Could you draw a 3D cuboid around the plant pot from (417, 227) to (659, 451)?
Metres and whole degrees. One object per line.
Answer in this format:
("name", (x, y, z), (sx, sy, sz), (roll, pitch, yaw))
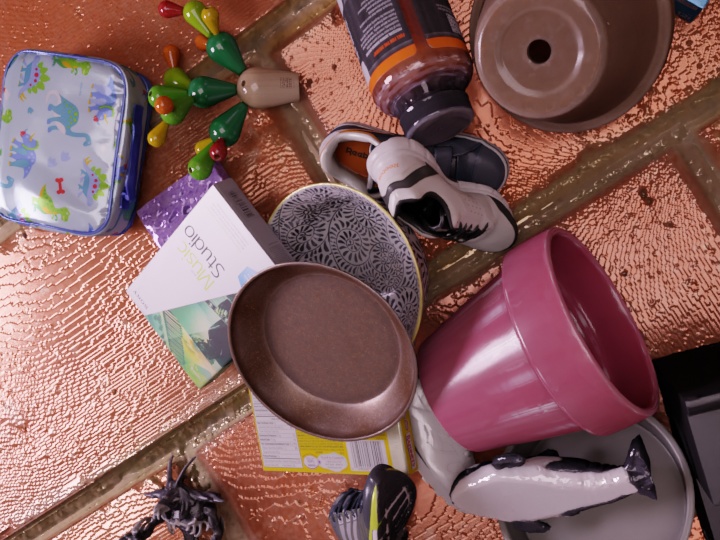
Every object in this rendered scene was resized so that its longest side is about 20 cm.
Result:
("plant pot", (0.163, 0.086, 0.830), (0.179, 0.200, 0.201), (-33, 87, 27))

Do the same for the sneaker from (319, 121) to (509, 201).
("sneaker", (0.052, -0.105, 0.879), (0.199, 0.079, 0.079), (9, 116, 12))

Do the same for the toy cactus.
("toy cactus", (-0.149, -0.202, 0.913), (0.164, 0.102, 0.201), (-4, 73, -4))

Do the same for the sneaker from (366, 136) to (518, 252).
("sneaker", (0.086, -0.053, 0.836), (0.074, 0.199, 0.080), (-41, 44, 30))

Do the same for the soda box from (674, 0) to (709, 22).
("soda box", (0.267, -0.332, 0.835), (0.200, 0.064, 0.068), (35, 100, 6))

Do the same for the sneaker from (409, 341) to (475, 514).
("sneaker", (0.081, 0.168, 0.903), (0.080, 0.076, 0.200), (-38, 87, 5))

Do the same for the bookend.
("bookend", (0.356, 0.181, 0.784), (0.092, 0.200, 0.200), (-17, 90, 12))

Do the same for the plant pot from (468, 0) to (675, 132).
("plant pot", (0.179, -0.212, 0.777), (0.199, 0.175, 0.201), (10, 116, 21))

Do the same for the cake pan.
("cake pan", (0.234, 0.228, 0.850), (0.199, 0.037, 0.201), (-13, 63, 28))

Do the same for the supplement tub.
("supplement tub", (0.047, -0.227, 0.841), (0.107, 0.107, 0.201), (-22, 73, 12))

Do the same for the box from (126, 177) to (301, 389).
("box", (-0.157, 0.019, 0.908), (0.145, 0.036, 0.200), (51, 125, 7))

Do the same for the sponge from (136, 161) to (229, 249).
("sponge", (-0.156, -0.014, 0.957), (0.111, 0.030, 0.200), (-33, 88, 12))

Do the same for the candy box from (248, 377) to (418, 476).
("candy box", (-0.034, 0.167, 0.909), (0.199, 0.026, 0.103), (-7, 92, 35))

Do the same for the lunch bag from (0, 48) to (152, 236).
("lunch bag", (-0.322, -0.140, 0.954), (0.160, 0.082, 0.201), (9, 96, 11))

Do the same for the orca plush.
("orca plush", (0.186, 0.191, 0.830), (0.200, 0.071, 0.105), (-30, 111, 33))

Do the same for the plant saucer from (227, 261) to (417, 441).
("plant saucer", (-0.034, 0.075, 0.828), (0.199, 0.037, 0.201), (10, 120, 18))

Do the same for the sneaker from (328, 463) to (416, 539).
("sneaker", (0.005, 0.258, 0.881), (0.081, 0.074, 0.200), (28, 142, 19))

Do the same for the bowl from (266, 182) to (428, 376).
("bowl", (0.000, 0.000, 0.881), (0.200, 0.094, 0.202), (11, 111, 31))

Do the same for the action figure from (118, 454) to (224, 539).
("action figure", (-0.207, 0.318, 0.955), (0.118, 0.102, 0.201), (-6, 94, 23))
